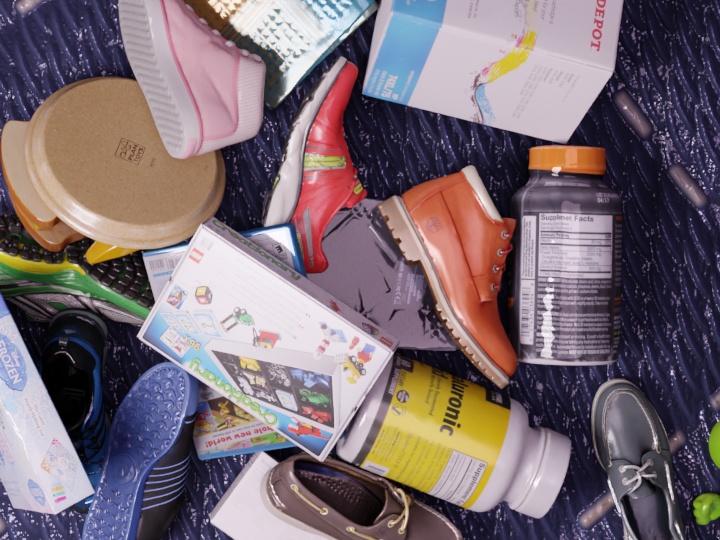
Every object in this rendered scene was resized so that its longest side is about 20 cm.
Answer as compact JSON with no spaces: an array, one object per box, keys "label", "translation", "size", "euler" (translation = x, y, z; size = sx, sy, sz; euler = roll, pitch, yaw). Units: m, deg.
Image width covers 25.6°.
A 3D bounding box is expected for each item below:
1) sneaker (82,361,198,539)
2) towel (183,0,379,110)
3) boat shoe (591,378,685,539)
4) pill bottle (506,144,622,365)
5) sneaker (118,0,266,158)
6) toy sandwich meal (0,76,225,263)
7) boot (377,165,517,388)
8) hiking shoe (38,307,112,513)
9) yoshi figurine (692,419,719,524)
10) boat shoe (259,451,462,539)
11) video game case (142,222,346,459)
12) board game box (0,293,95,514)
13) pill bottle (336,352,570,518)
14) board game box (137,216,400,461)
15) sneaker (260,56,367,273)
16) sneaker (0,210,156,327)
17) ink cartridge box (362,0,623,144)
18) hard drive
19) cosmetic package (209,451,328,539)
[{"label":"sneaker","translation":[-0.188,0.174,1.445],"size":[0.070,0.078,0.201],"euler":[29,101,25]},{"label":"towel","translation":[-0.097,-0.269,1.460],"size":[0.147,0.022,0.200],"euler":[-41,94,16]},{"label":"boat shoe","translation":[0.271,0.201,1.504],"size":[0.073,0.062,0.201],"euler":[-13,93,-5]},{"label":"pill bottle","translation":[0.190,-0.015,1.470],"size":[0.106,0.106,0.201],"euler":[1,91,-5]},{"label":"sneaker","translation":[-0.150,-0.198,1.450],"size":[0.104,0.075,0.201],"euler":[-12,70,-28]},{"label":"toy sandwich meal","translation":[-0.222,-0.087,1.439],"size":[0.204,0.070,0.206],"euler":[11,56,-17]},{"label":"boot","translation":[0.107,0.004,1.433],"size":[0.107,0.075,0.200],"euler":[-28,92,-2]},{"label":"hiking shoe","translation":[-0.263,0.137,1.425],"size":[0.074,0.087,0.201],"euler":[-1,111,5]},{"label":"yoshi figurine","translation":[0.373,0.212,1.494],"size":[0.112,0.112,0.201],"euler":[-11,90,2]},{"label":"boat shoe","translation":[0.009,0.219,1.438],"size":[0.199,0.060,0.072],"euler":[25,55,-14]},{"label":"video game case","translation":[-0.104,0.066,1.420],"size":[0.143,0.018,0.201],"euler":[-10,103,16]},{"label":"board game box","translation":[-0.311,0.113,1.381],"size":[0.043,0.200,0.200],"euler":[-25,94,-23]},{"label":"pill bottle","translation":[0.087,0.156,1.462],"size":[0.199,0.111,0.112],"euler":[22,89,-6]},{"label":"board game box","translation":[-0.081,0.060,1.383],"size":[0.200,0.035,0.126],"euler":[34,111,3]},{"label":"sneaker","translation":[-0.031,-0.092,1.436],"size":[0.085,0.077,0.201],"euler":[17,91,-7]},{"label":"sneaker","translation":[-0.261,0.012,1.457],"size":[0.199,0.078,0.085],"euler":[19,126,-12]},{"label":"ink cartridge box","translation":[0.121,-0.227,1.417],"size":[0.199,0.146,0.147],"euler":[14,66,-5]},{"label":"hard drive","translation":[0.000,0.000,1.484],"size":[0.199,0.042,0.135],"euler":[8,90,-4]},{"label":"cosmetic package","translation":[-0.038,0.257,1.483],"size":[0.200,0.051,0.083],"euler":[38,87,-5]}]
